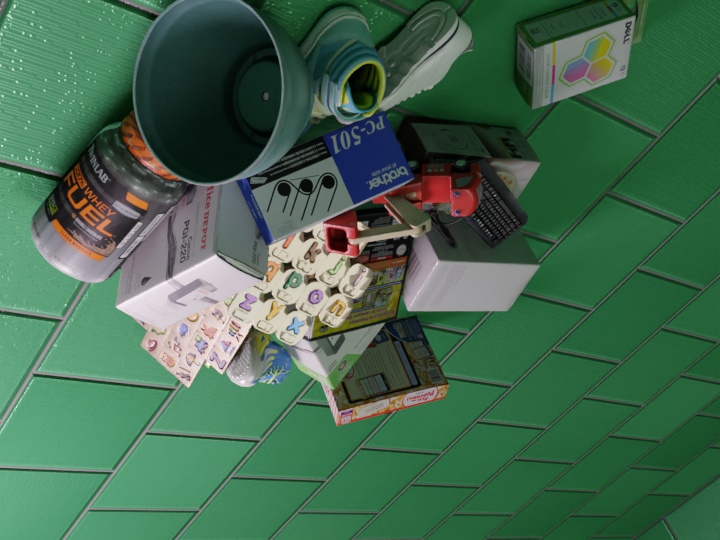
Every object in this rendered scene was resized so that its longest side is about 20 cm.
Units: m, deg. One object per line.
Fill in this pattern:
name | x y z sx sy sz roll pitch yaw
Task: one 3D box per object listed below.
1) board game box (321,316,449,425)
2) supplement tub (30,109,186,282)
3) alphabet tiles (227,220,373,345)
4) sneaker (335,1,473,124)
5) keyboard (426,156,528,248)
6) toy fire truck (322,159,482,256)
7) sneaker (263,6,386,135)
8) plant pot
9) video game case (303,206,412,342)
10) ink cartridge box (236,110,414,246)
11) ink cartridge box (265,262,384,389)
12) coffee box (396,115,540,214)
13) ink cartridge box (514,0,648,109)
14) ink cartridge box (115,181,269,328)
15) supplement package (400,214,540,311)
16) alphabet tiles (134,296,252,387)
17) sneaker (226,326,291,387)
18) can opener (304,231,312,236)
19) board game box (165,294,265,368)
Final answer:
board game box | 0.031 0.168 1.552 0.198 0.152 0.046 -11 141 -16
supplement tub | -0.293 -0.090 1.088 0.200 0.123 0.122 -44 139 23
alphabet tiles | -0.081 0.000 1.207 0.199 0.015 0.196 28 101 -30
sneaker | 0.055 -0.244 1.143 0.199 0.077 0.080 -35 151 15
keyboard | 0.159 -0.080 1.304 0.127 0.021 0.200 -33 143 14
toy fire truck | 0.057 -0.082 1.162 0.198 0.142 0.049 0 132 7
sneaker | -0.046 -0.202 1.085 0.079 0.131 0.200 9 132 -38
plant pot | -0.134 -0.197 1.015 0.200 0.201 0.134 -45 165 25
video game case | 0.000 0.000 1.315 0.199 0.025 0.182 -11 117 -49
ink cartridge box | -0.041 -0.113 1.100 0.199 0.095 0.044 -26 -179 -21
ink cartridge box | -0.053 0.066 1.392 0.146 0.084 0.200 -51 148 -19
coffee box | 0.139 -0.145 1.295 0.199 0.080 0.115 2 136 -30
ink cartridge box | 0.309 -0.302 1.219 0.199 0.060 0.104 -19 142 -7
ink cartridge box | -0.208 -0.031 1.136 0.199 0.147 0.085 -23 143 34
supplement package | 0.159 -0.014 1.433 0.199 0.117 0.118 2 135 -30
alphabet tiles | -0.246 0.074 1.300 0.200 0.167 0.008 -56 171 35
sneaker | -0.141 0.134 1.354 0.105 0.200 0.076 36 100 -18
can opener | -0.114 -0.035 1.289 0.199 0.064 0.078 -31 143 22
board game box | -0.201 0.039 1.296 0.200 0.101 0.048 -50 177 36
